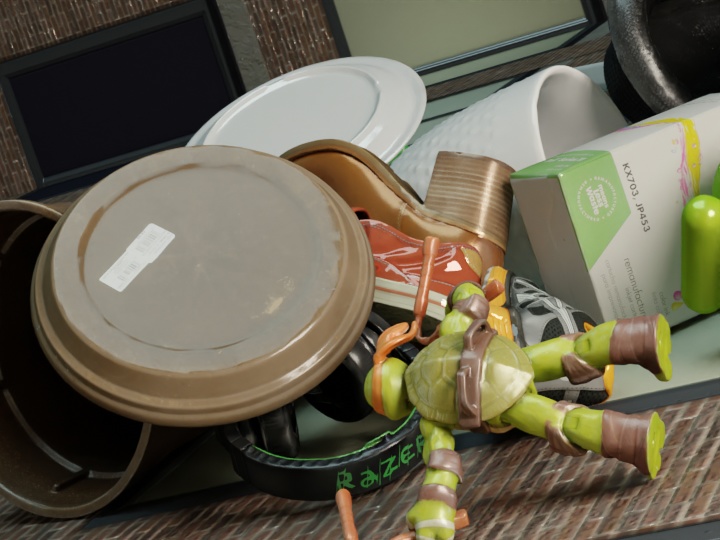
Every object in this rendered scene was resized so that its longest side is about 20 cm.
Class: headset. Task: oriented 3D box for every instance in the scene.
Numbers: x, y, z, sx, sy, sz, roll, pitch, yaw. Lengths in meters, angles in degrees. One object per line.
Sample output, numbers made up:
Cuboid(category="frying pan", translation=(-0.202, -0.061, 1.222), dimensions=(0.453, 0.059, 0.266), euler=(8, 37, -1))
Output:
Cuboid(category="headset", translation=(-0.038, 0.055, 1.157), dimensions=(0.123, 0.094, 0.200), euler=(-26, 34, -22))

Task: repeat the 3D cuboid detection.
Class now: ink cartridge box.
Cuboid(category="ink cartridge box", translation=(0.205, -0.040, 1.250), dimensions=(0.199, 0.118, 0.067), euler=(-23, 9, -22))

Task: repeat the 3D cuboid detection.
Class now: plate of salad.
Cuboid(category="plate of salad", translation=(-0.043, -0.088, 1.463), dimensions=(0.199, 0.048, 0.200), euler=(-17, 35, 12))

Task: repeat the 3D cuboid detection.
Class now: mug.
Cuboid(category="mug", translation=(0.103, -0.045, 1.401), dimensions=(0.175, 0.148, 0.200), euler=(-24, 2, 33))

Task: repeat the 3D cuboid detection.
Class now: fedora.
Cuboid(category="fedora", translation=(0.240, -0.146, 1.399), dimensions=(0.200, 0.201, 0.092), euler=(-25, -7, -33))

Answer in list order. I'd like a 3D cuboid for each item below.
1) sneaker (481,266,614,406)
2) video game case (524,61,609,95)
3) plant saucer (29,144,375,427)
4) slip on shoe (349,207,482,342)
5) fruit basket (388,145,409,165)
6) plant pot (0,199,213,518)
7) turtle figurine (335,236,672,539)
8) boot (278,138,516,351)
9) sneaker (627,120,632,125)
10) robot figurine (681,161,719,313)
Cuboid(category="sneaker", translation=(0.100, 0.047, 1.139), dimensions=(0.077, 0.079, 0.200), euler=(6, 10, 4))
Cuboid(category="video game case", translation=(0.259, -0.151, 1.652), dimensions=(0.181, 0.023, 0.200), euler=(1, -1, -24))
Cuboid(category="plant saucer", translation=(-0.091, 0.000, 1.152), dimensions=(0.199, 0.030, 0.201), euler=(-2, 52, 2))
Cuboid(category="slip on shoe", translation=(-0.016, -0.008, 1.217), dimensions=(0.199, 0.074, 0.061), euler=(15, 68, 24))
Cuboid(category="fruit basket", translation=(-0.019, -0.016, 1.551), dimensions=(0.199, 0.094, 0.185), euler=(-27, -26, 20))
Cuboid(category="plant pot", translation=(-0.146, 0.038, 1.318), dimensions=(0.200, 0.201, 0.198), euler=(-11, 4, 37))
Cuboid(category="turtle figurine", translation=(0.068, 0.049, 0.987), dimensions=(0.160, 0.065, 0.201), euler=(-1, 47, 19))
Cuboid(category="boot", translation=(0.000, 0.000, 1.287), dimensions=(0.199, 0.155, 0.074), euler=(3, -19, 42))
Cuboid(category="sneaker", translation=(0.206, -0.081, 1.639), dimensions=(0.200, 0.075, 0.087), euler=(-24, 2, -43))
Cuboid(category="robot figurine", translation=(0.260, -0.033, 1.112), dimensions=(0.175, 0.116, 0.200), euler=(-7, 10, -1))
